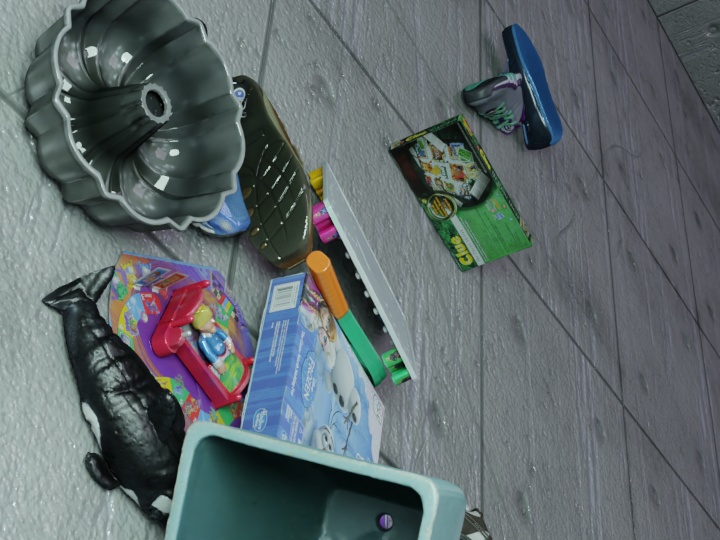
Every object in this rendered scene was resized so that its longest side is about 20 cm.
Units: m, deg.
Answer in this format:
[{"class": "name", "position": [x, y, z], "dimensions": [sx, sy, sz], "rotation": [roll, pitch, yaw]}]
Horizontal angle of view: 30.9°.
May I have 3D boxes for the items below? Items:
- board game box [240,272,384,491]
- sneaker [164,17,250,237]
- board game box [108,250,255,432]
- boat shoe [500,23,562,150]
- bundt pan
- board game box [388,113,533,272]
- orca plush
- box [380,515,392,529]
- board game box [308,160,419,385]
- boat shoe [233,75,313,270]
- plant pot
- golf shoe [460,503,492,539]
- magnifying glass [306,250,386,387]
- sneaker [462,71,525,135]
[{"class": "board game box", "position": [-0.039, 0.143, 1.174], "dimensions": [0.202, 0.043, 0.200], "rotation": [-82, 153, -44]}, {"class": "sneaker", "position": [-0.138, -0.127, 1.146], "dimensions": [0.078, 0.088, 0.203], "rotation": [-31, 103, -63]}, {"class": "board game box", "position": [-0.129, 0.061, 1.087], "dimensions": [0.199, 0.039, 0.160], "rotation": [12, 62, -60]}, {"class": "boat shoe", "position": [0.252, -0.287, 2.048], "dimensions": [0.084, 0.068, 0.203], "rotation": [3, 69, -53]}, {"class": "bundt pan", "position": [-0.187, -0.122, 1.036], "dimensions": [0.201, 0.075, 0.205], "rotation": [23, 60, -47]}, {"class": "board game box", "position": [0.127, -0.094, 1.625], "dimensions": [0.201, 0.104, 0.024], "rotation": [57, 25, -27]}, {"class": "orca plush", "position": [-0.156, 0.092, 0.966], "dimensions": [0.105, 0.070, 0.203], "rotation": [-9, 81, -54]}, {"class": "box", "position": [0.031, 0.281, 1.186], "dimensions": [0.200, 0.039, 0.139], "rotation": [59, 28, -58]}, {"class": "board game box", "position": [0.000, 0.000, 1.325], "dimensions": [0.200, 0.026, 0.202], "rotation": [-96, 160, -74]}, {"class": "boat shoe", "position": [-0.082, -0.091, 1.227], "dimensions": [0.074, 0.075, 0.202], "rotation": [42, 27, -60]}, {"class": "plant pot", "position": [-0.020, 0.229, 0.975], "dimensions": [0.200, 0.194, 0.199], "rotation": [17, 84, -68]}, {"class": "golf shoe", "position": [0.123, 0.298, 1.383], "dimensions": [0.200, 0.077, 0.095], "rotation": [48, 34, -41]}, {"class": "magnifying glass", "position": [-0.017, 0.047, 1.244], "dimensions": [0.080, 0.022, 0.201], "rotation": [42, -14, 34]}, {"class": "sneaker", "position": [0.210, -0.244, 1.929], "dimensions": [0.200, 0.074, 0.089], "rotation": [-28, 103, -65]}]
